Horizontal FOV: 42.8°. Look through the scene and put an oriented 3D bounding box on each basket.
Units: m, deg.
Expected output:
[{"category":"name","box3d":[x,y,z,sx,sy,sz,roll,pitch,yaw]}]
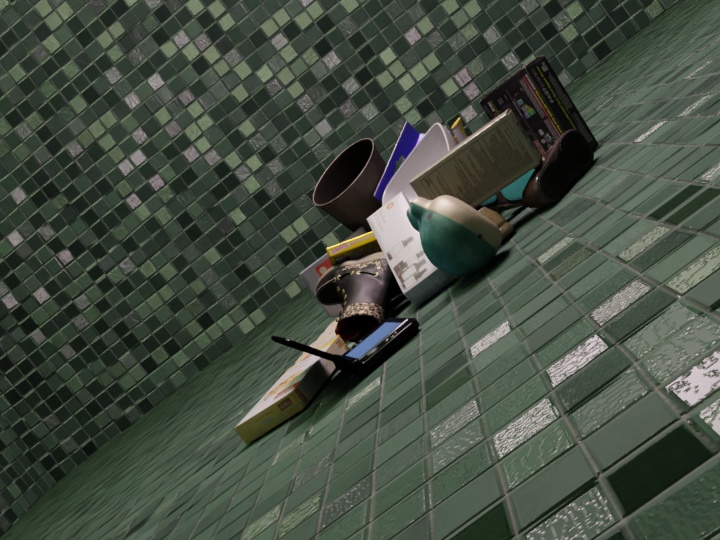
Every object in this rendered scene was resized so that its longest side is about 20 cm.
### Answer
[{"category":"basket","box3d":[0.024,-0.139,1.905,0.135,0.200,0.181,7,58,53]}]

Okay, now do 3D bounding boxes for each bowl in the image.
[{"category":"bowl","box3d":[0.126,-0.158,1.725,0.200,0.074,0.201,-52,23,23]}]

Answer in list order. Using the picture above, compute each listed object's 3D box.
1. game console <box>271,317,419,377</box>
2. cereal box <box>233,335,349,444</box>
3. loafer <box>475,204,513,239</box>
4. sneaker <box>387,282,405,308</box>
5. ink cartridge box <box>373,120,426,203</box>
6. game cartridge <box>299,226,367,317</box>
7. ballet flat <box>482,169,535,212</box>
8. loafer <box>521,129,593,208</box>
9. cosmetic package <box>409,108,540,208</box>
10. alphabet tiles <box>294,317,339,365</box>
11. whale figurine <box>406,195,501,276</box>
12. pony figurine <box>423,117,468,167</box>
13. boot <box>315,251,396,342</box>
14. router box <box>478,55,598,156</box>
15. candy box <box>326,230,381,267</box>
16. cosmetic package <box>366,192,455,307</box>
[{"category":"game console","box3d":[-0.027,0.094,1.396,0.175,0.117,0.200,-39,5,-10]},{"category":"cereal box","box3d":[-0.110,0.195,1.518,0.143,0.040,0.200,-35,5,30]},{"category":"loafer","box3d":[0.202,-0.074,1.572,0.076,0.068,0.200,-39,5,-14]},{"category":"sneaker","box3d":[0.080,0.012,1.718,0.200,0.067,0.090,-44,10,-25]},{"category":"ink cartridge box","box3d":[0.132,-0.174,1.897,0.043,0.200,0.200,-5,54,46]},{"category":"game cartridge","box3d":[-0.026,0.012,1.901,0.199,0.134,0.041,-36,6,37]},{"category":"ballet flat","box3d":[0.246,-0.129,1.670,0.198,0.068,0.076,-20,-24,-13]},{"category":"loafer","box3d":[0.324,-0.171,1.542,0.200,0.073,0.071,-42,7,-39]},{"category":"cosmetic package","box3d":[0.193,-0.170,1.540,0.199,0.104,0.087,-33,6,20]},{"category":"alphabet tiles","box3d":[-0.064,0.136,1.824,0.195,0.015,0.200,-35,9,33]},{"category":"whale figurine","box3d":[0.131,-0.052,1.435,0.105,0.158,0.200,-61,26,-5]},{"category":"pony figurine","box3d":[0.219,-0.174,1.848,0.194,0.199,0.166,-52,8,-8]},{"category":"boot","box3d":[-0.017,0.056,1.633,0.198,0.073,0.152,-19,38,34]},{"category":"router box","box3d":[0.332,-0.278,1.723,0.062,0.201,0.150,-34,3,-32]},{"category":"candy box","box3d":[0.000,0.000,1.753,0.101,0.027,0.201,-23,-31,-4]},{"category":"cosmetic package","box3d":[0.082,-0.039,1.559,0.082,0.051,0.201,-36,45,10]}]
